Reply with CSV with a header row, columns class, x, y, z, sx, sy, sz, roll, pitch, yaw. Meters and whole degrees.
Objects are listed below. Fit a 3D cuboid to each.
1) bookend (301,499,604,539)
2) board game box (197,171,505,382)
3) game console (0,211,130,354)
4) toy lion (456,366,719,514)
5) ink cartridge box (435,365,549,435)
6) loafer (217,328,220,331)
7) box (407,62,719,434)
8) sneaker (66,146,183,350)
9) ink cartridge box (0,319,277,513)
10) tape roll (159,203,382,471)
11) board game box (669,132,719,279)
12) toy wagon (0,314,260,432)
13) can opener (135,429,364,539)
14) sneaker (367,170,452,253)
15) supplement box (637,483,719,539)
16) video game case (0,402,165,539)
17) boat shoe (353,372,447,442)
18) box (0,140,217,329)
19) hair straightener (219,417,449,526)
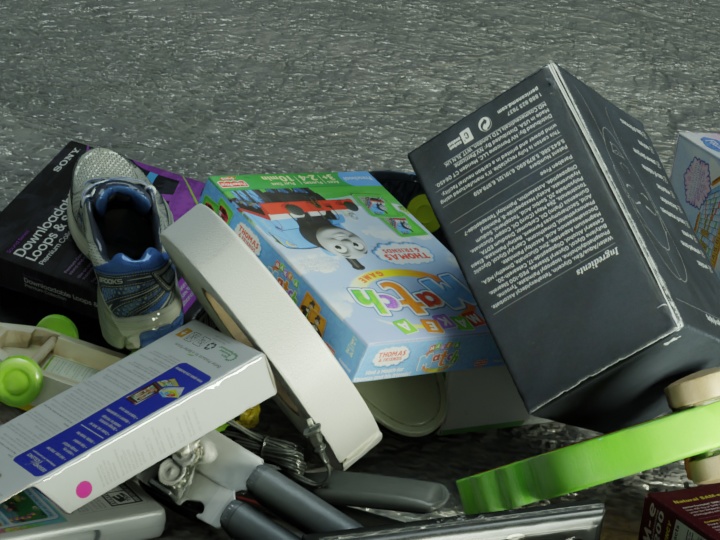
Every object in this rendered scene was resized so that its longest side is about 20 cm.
class,x,y,z,sx,sy,sz,roll,pitch,yaw
bookend,0.091,0.216,1.169,0.197,0.093,0.200,-3,23,-27
board game box,0.000,0.000,1.522,0.150,0.037,0.200,-4,38,-41
game console,-0.274,0.015,1.705,0.198,0.118,0.176,5,-11,-8
toy lion,0.153,0.118,1.388,0.190,0.069,0.200,-17,-6,5
ink cartridge box,0.070,0.042,1.659,0.145,0.085,0.200,-5,24,-32
loafer,-0.097,0.012,1.694,0.072,0.073,0.200,0,29,8
box,0.153,-0.008,1.478,0.198,0.123,0.200,64,18,19
sneaker,-0.166,-0.037,1.560,0.076,0.086,0.201,-13,41,-11
ink cartridge box,-0.157,0.097,1.351,0.199,0.037,0.094,-27,25,-24
tape roll,-0.060,0.045,1.462,0.037,0.203,0.203,-38,33,-8
board game box,0.281,0.023,1.623,0.041,0.202,0.200,0,21,-24
toy wagon,-0.167,0.081,1.491,0.198,0.040,0.155,19,10,-1
can opener,-0.056,0.150,1.345,0.199,0.053,0.067,27,-17,31
sneaker,0.089,-0.030,1.656,0.198,0.067,0.078,14,8,11
supplement box,0.271,0.196,1.341,0.108,0.061,0.200,-5,24,-32
video game case,-0.249,0.131,1.384,0.181,0.024,0.200,-7,25,-35
boat shoe,-0.005,0.068,1.583,0.074,0.066,0.199,-30,51,-27
box,-0.171,-0.021,1.633,0.199,0.036,0.143,17,45,23
hair straightener,-0.037,0.124,1.400,0.198,0.078,0.041,15,25,18
